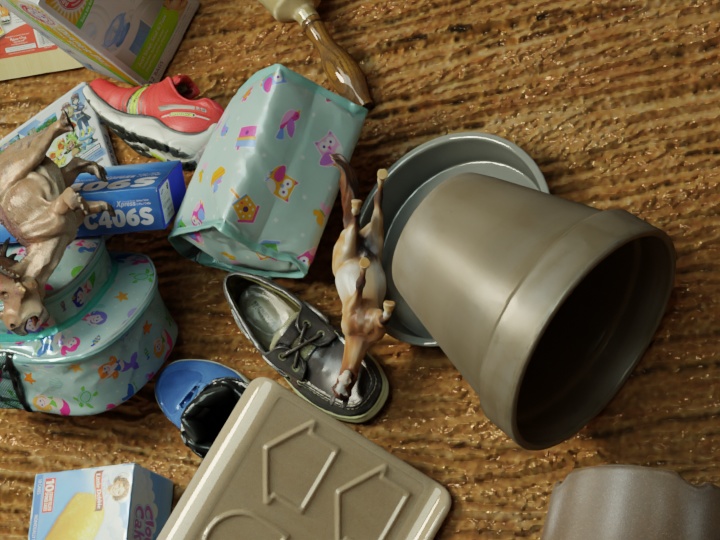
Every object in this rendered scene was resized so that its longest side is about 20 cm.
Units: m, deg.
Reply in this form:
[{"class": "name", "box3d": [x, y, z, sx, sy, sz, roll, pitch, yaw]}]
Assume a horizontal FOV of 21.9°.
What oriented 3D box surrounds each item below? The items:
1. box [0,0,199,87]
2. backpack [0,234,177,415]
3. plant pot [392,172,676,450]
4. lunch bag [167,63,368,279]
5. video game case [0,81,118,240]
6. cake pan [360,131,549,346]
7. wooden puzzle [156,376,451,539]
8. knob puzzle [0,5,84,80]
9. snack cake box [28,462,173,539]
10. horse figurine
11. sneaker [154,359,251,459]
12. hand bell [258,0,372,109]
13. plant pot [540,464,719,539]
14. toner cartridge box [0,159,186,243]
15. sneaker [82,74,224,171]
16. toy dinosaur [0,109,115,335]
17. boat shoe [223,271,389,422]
[{"class": "box", "box3d": [-0.273, -0.279, 1.867, 0.101, 0.200, 0.113, 21, 80, 36]}, {"class": "backpack", "box3d": [-0.279, 0.047, 1.749, 0.198, 0.152, 0.178, 9, 40, 26]}, {"class": "plant pot", "box3d": [0.125, 0.012, 1.485, 0.173, 0.200, 0.201, 37, 90, 30]}, {"class": "lunch bag", "box3d": [-0.094, -0.085, 1.720, 0.200, 0.121, 0.172, -7, 60, 67]}, {"class": "video game case", "box3d": [-0.336, -0.073, 1.925, 0.199, 0.022, 0.183, -32, 56, 16]}, {"class": "cake pan", "box3d": [0.084, -0.023, 1.638, 0.199, 0.037, 0.202, -13, 63, 26]}, {"class": "wooden puzzle", "box3d": [-0.051, 0.216, 1.563, 0.199, 0.046, 0.186, 31, 84, -3]}, {"class": "knob puzzle", "box3d": [-0.384, -0.308, 1.994, 0.218, 0.030, 0.222, 11, 115, 24]}, {"class": "snack cake box", "box3d": [-0.241, 0.283, 1.680, 0.114, 0.067, 0.202, -10, 64, 28]}, {"class": "horse figurine", "box3d": [0.000, 0.000, 1.598, 0.049, 0.133, 0.202, 1, 58, -9]}, {"class": "sneaker", "box3d": [-0.133, 0.122, 1.659, 0.199, 0.111, 0.077, 32, 87, 37]}, {"class": "hand bell", "box3d": [-0.042, -0.233, 1.795, 0.104, 0.104, 0.201, -37, 67, 11]}, {"class": "plant pot", "box3d": [0.200, 0.261, 1.356, 0.198, 0.200, 0.200, -3, 60, 30]}, {"class": "toner cartridge box", "box3d": [-0.271, -0.064, 1.751, 0.198, 0.095, 0.044, -5, 107, 10]}, {"class": "sneaker", "box3d": [-0.199, -0.159, 1.845, 0.199, 0.077, 0.085, 27, 76, 44]}, {"class": "toy dinosaur", "box3d": [-0.298, -0.058, 1.658, 0.134, 0.086, 0.201, -23, 56, 9]}, {"class": "boat shoe", "box3d": [-0.057, 0.067, 1.666, 0.199, 0.065, 0.073, 33, 86, 36]}]
